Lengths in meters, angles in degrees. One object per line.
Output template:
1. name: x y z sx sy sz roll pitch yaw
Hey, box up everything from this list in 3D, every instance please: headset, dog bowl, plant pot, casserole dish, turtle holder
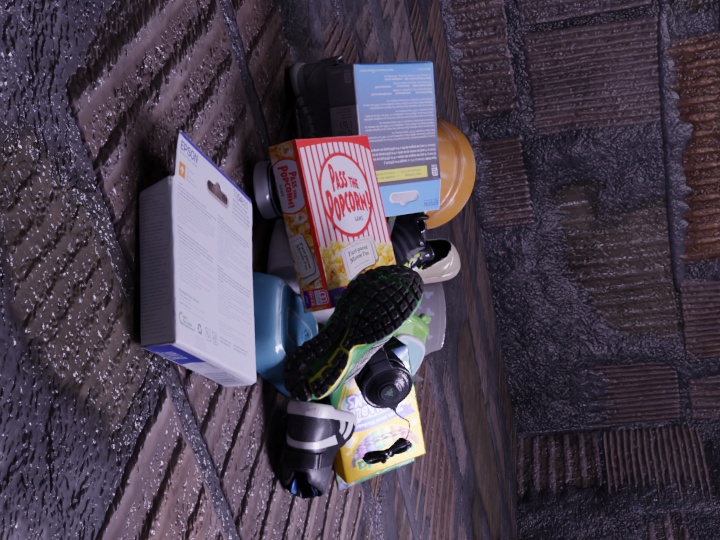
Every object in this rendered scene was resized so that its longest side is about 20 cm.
1. headset: 0.014 0.141 1.268 0.124 0.094 0.201 -138 -154 -83
2. dog bowl: 0.068 0.079 1.628 0.200 0.058 0.201 -177 -90 -67
3. plant pot: 0.070 -0.180 1.725 0.183 0.199 0.201 9 75 -60
4. casserole dish: -0.089 0.077 1.205 0.200 0.039 0.122 58 29 -63
5. turtle holder: 0.024 0.102 1.455 0.186 0.140 0.132 80 24 -72

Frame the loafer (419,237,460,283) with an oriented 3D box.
1. loafer: 0.058 -0.011 1.538 0.068 0.199 0.076 92 -21 -52

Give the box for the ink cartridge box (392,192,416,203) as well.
1. ink cartridge box: 0.012 -0.170 1.519 0.200 0.144 0.085 70 18 -46

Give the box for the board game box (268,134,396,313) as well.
1. board game box: -0.029 -0.061 1.227 0.151 0.046 0.201 -16 93 -54

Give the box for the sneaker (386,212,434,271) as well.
1. sneaker: 0.062 -0.023 1.412 0.072 0.082 0.201 93 4 -49

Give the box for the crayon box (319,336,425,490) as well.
1. crayon box: 0.016 0.205 1.387 0.052 0.125 0.201 30 -46 63

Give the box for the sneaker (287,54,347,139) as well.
1. sneaker: -0.024 -0.208 1.384 0.075 0.115 0.201 36 37 -76

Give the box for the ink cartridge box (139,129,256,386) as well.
1. ink cartridge box: -0.152 -0.004 0.966 0.200 0.040 0.201 49 36 -67

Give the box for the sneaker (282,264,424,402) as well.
1. sneaker: -0.007 0.070 1.168 0.078 0.200 0.085 48 2 12

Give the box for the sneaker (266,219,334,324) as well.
1. sneaker: -0.053 0.001 1.291 0.200 0.075 0.089 47 30 -53

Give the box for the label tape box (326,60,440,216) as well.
1. label tape box: 0.034 -0.176 1.349 0.143 0.066 0.201 -11 101 -39

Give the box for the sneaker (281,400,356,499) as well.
1. sneaker: -0.057 0.221 1.231 0.200 0.073 0.112 46 52 -73

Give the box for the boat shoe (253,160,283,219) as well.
1. boat shoe: -0.079 -0.099 1.266 0.200 0.067 0.072 15 69 -76
